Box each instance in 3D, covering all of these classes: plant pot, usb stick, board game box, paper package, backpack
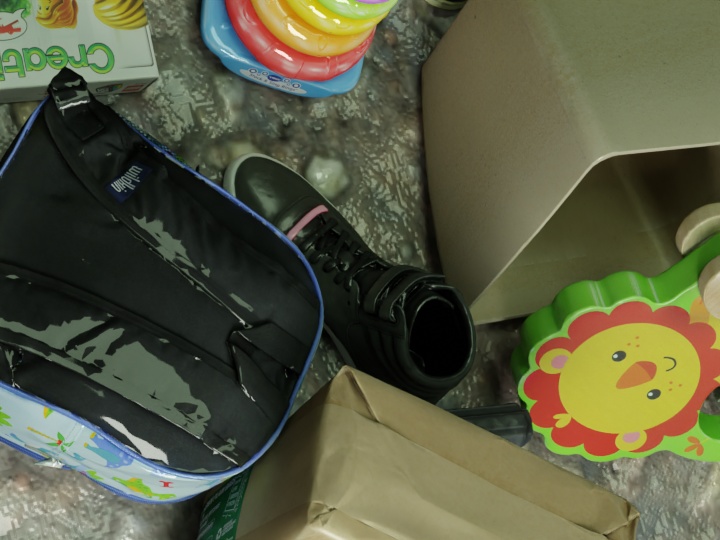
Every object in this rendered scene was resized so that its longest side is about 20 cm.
[{"bbox_3d":[0.150,-0.100,1.188,0.199,0.200,0.178,-7,63,-30],"label":"plant pot"},{"bbox_3d":[0.014,0.108,1.131,0.199,0.055,0.033,-3,62,-30],"label":"usb stick"},{"bbox_3d":[-0.224,-0.161,1.080,0.199,0.035,0.127,-9,82,-31],"label":"board game box"},{"bbox_3d":[0.016,0.165,1.017,0.190,0.200,0.104,27,53,-14],"label":"paper package"},{"bbox_3d":[-0.132,0.028,1.014,0.199,0.147,0.184,31,62,-8],"label":"backpack"}]

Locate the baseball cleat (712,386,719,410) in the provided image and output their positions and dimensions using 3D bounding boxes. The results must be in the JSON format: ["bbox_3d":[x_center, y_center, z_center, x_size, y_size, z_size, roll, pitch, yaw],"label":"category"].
[{"bbox_3d":[0.281,0.013,1.298,0.106,0.069,0.202,-16,101,-56],"label":"baseball cleat"}]

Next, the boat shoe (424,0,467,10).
[{"bbox_3d":[0.035,-0.273,1.237,0.073,0.065,0.201,-27,92,-33],"label":"boat shoe"}]

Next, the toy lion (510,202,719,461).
[{"bbox_3d":[0.203,0.062,1.189,0.200,0.191,0.069,37,24,-33],"label":"toy lion"}]

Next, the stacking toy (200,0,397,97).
[{"bbox_3d":[-0.006,-0.188,1.112,0.115,0.200,0.111,16,69,-25],"label":"stacking toy"}]

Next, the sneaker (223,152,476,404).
[{"bbox_3d":[0.000,0.000,1.126,0.071,0.099,0.200,-41,97,-29],"label":"sneaker"}]
